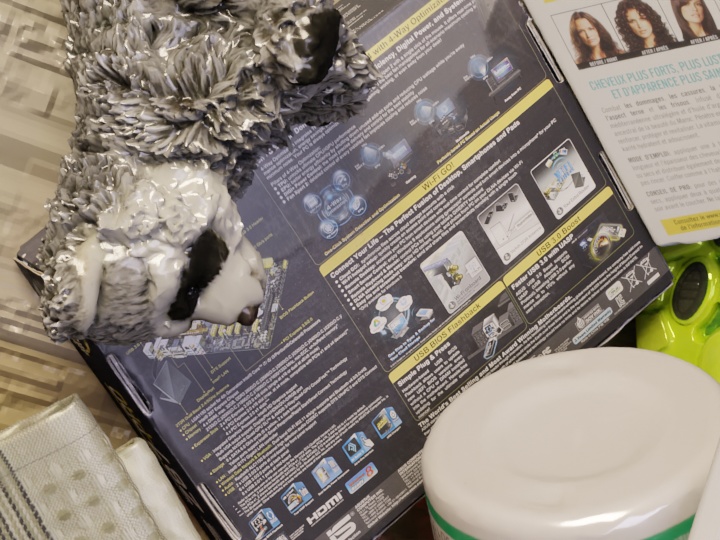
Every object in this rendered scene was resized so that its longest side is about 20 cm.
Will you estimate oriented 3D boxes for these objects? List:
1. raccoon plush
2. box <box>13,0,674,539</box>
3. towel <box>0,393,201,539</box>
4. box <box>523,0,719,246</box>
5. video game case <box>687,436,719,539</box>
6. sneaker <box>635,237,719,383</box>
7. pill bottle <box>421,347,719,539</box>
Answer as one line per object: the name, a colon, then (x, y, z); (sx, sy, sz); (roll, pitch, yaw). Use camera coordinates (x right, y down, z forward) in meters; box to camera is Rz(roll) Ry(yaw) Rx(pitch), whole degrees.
raccoon plush: (-0.091, -0.068, 0.735); (0.134, 0.097, 0.200); (-42, 72, -6)
box: (0.000, 0.000, 0.825); (0.200, 0.049, 0.161); (-40, 117, -14)
towel: (-0.126, 0.156, 0.767); (0.192, 0.035, 0.200); (-26, 107, 7)
box: (0.105, -0.105, 0.802); (0.200, 0.082, 0.049); (59, 44, -25)
video game case: (0.145, 0.147, 0.788); (0.182, 0.022, 0.201); (38, 67, -52)
sneaker: (0.152, 0.035, 0.907); (0.083, 0.074, 0.201); (5, 95, -56)
pill bottle: (0.093, 0.139, 0.829); (0.113, 0.113, 0.201); (-24, 121, -20)
